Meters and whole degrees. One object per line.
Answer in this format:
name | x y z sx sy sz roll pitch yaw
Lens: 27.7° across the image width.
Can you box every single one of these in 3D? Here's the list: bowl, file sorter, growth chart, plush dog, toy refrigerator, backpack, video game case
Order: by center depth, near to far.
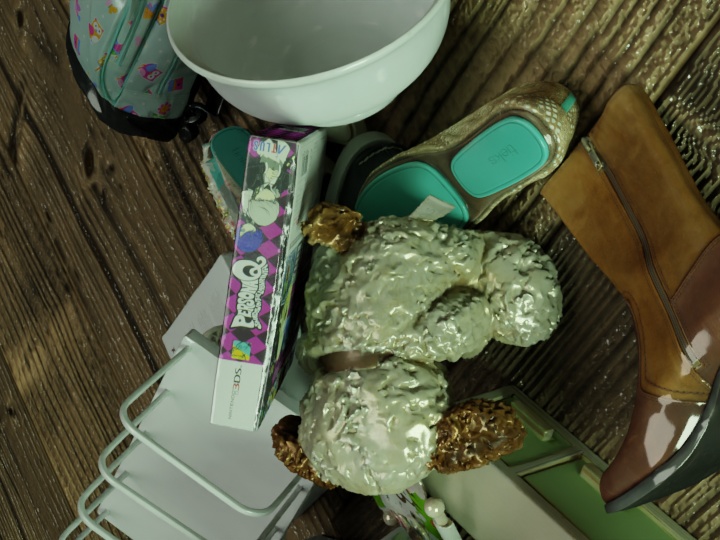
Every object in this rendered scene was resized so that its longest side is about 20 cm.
plush dog | 0.016 0.058 0.937 0.199 0.160 0.173 -10 69 31
toy refrigerator | 0.129 0.158 0.942 0.200 0.076 0.070 41 131 42
video game case | -0.058 -0.006 0.975 0.200 0.036 0.182 -69 -13 -80
bowl | -0.023 -0.163 0.991 0.201 0.201 0.091 42 162 41
growth chart | 0.035 0.168 1.048 0.145 0.018 0.200 61 168 -26
file sorter | -0.132 0.177 1.072 0.139 0.125 0.200 34 122 7
backpack | -0.171 -0.223 1.206 0.167 0.126 0.200 62 140 27

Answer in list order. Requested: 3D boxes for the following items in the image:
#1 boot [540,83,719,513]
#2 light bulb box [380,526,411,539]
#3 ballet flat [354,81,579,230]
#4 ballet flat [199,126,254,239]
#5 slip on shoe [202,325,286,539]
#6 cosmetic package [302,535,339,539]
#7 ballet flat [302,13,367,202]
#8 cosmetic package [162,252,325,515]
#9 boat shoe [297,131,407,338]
boot | 0.157 0.022 0.865 0.200 0.068 0.189 58 141 28
light bulb box | 0.030 0.294 0.967 0.200 0.125 0.198 54 -176 7
ballet flat | 0.073 -0.068 0.960 0.200 0.065 0.071 -22 107 50
ballet flat | -0.072 -0.030 1.187 0.064 0.075 0.201 96 154 -59
slip on shoe | -0.105 0.140 1.165 0.061 0.074 0.201 14 117 54
cosmetic package | 0.012 0.303 1.176 0.200 0.052 0.152 -2 97 55
ballet flat | -0.026 -0.090 1.093 0.064 0.067 0.201 22 108 27
cosmetic package | -0.088 0.104 1.242 0.151 0.052 0.201 -47 63 47
boat shoe | 0.000 0.000 1.077 0.060 0.075 0.201 44 135 47
